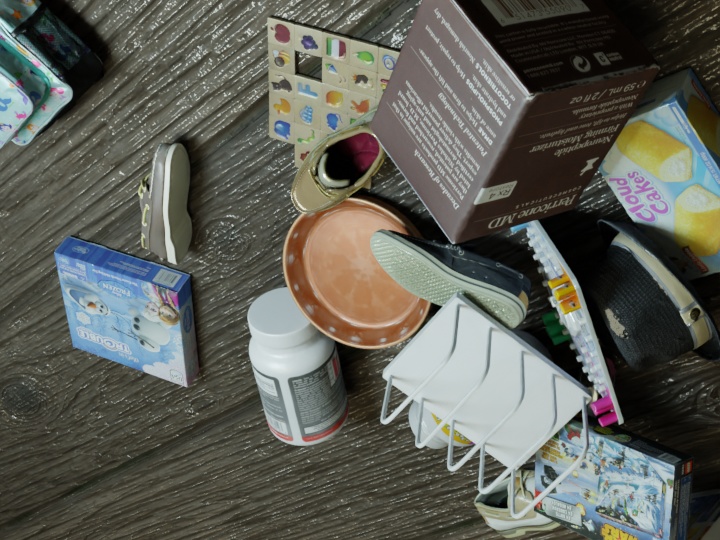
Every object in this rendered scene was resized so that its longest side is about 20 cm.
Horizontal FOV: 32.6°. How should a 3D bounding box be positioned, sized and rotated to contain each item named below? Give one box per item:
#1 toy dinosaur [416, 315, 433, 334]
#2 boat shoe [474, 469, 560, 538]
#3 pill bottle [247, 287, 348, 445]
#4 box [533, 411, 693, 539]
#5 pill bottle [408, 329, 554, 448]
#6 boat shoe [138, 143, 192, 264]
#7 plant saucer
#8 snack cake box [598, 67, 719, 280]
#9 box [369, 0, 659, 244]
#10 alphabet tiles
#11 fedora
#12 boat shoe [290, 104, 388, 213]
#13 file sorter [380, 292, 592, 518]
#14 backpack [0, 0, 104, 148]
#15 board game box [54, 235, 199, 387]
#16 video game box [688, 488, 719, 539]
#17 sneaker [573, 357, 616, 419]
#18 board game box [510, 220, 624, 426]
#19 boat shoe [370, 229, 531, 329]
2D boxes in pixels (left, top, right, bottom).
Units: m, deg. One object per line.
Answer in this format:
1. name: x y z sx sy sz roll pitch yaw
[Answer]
1. toy dinosaur: 0.107 0.085 1.498 0.047 0.200 0.088 12 131 -40
2. boat shoe: 0.228 0.306 1.659 0.068 0.075 0.200 36 139 -12
3. pill bottle: -0.085 0.128 1.646 0.116 0.116 0.200 10 133 23
4. box: 0.287 0.248 1.422 0.200 0.040 0.137 20 116 47
5. pill bottle: 0.147 0.157 1.547 0.104 0.104 0.200 41 137 -10
6. boat shoe: -0.255 -0.089 1.580 0.059 0.072 0.200 19 142 10
7. plant saucer: 0.000 0.000 1.510 0.200 0.032 0.201 10 117 21
8. snack cake box: 0.324 -0.091 1.243 0.115 0.067 0.200 -21 117 40
9. box: 0.140 -0.163 1.169 0.164 0.166 0.200 56 145 26
10. alphabet tiles: -0.029 -0.184 1.407 0.167 0.008 0.200 18 136 15
11. fedora: 0.290 0.042 1.301 0.201 0.092 0.201 51 177 4
12. boat shoe: -0.025 -0.120 1.401 0.074 0.066 0.200 49 133 -1
13. file sorter: 0.138 0.154 1.368 0.200 0.125 0.139 36 116 -10
14. backpack: -0.438 -0.257 1.482 0.200 0.151 0.177 49 136 -11
15. board game box: -0.335 0.062 1.783 0.200 0.043 0.199 17 137 16
16. video game box: 0.367 0.336 1.518 0.182 0.200 0.047 -25 91 41
17. sneaker: 0.255 0.178 1.524 0.086 0.080 0.200 20 135 16
18. board game box: 0.219 0.044 1.347 0.026 0.200 0.200 -23 122 1
19. boat shoe: 0.104 0.000 1.413 0.200 0.062 0.075 24 145 15
